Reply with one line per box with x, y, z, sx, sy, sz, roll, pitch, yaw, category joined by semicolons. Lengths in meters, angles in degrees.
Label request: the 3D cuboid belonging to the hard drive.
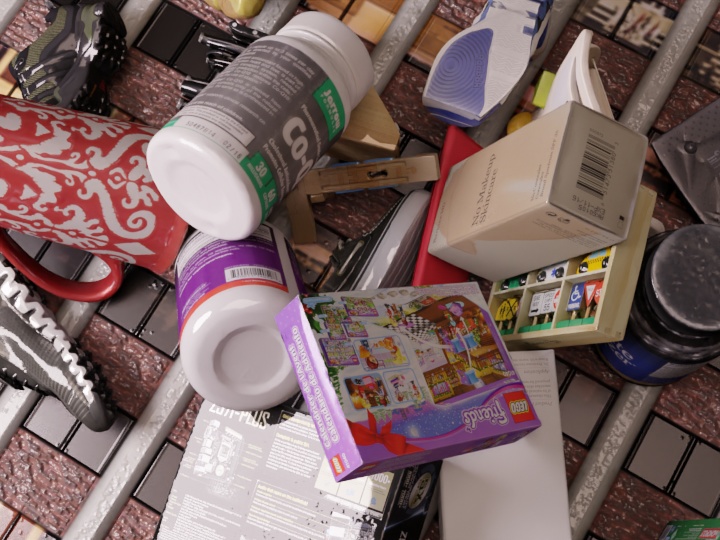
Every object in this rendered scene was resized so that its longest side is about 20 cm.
0.379;-0.069;1.023;0.135;0.042;0.200;-33;76;-7;hard drive

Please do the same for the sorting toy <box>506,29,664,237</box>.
0.205;-0.124;0.972;0.106;0.180;0.201;-15;74;-3;sorting toy

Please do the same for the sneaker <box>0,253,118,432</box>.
-0.302;0.083;0.993;0.090;0.066;0.200;-40;73;-6;sneaker

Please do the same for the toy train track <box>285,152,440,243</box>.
-0.019;-0.089;1.024;0.199;0.033;0.115;-5;105;22;toy train track

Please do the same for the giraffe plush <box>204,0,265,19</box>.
-0.065;-0.348;1.068;0.162;0.200;0.173;-8;61;-34;giraffe plush

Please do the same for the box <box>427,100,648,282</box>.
0.142;-0.059;0.907;0.077;0.200;0.095;22;71;-18;box

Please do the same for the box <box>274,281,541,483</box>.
0.041;0.081;0.852;0.199;0.039;0.137;-3;61;-41;box

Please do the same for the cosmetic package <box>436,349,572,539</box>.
0.121;0.175;0.946;0.112;0.081;0.201;-1;76;2;cosmetic package

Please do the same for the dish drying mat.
0.082;-0.029;1.011;0.018;0.077;0.201;0;70;41;dish drying mat

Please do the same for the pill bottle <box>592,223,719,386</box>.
0.266;0.030;0.918;0.111;0.200;0.112;0;75;2;pill bottle

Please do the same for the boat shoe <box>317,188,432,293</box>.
0.000;0.000;1.000;0.071;0.072;0.200;24;68;23;boat shoe

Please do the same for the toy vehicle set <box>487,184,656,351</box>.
0.172;0.003;0.931;0.026;0.200;0.125;20;76;-18;toy vehicle set

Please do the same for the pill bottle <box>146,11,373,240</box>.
-0.080;-0.129;0.927;0.113;0.113;0.200;32;58;10;pill bottle

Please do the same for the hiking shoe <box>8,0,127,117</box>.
-0.300;-0.172;1.066;0.100;0.076;0.201;9;73;22;hiking shoe

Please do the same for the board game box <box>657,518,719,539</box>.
0.319;0.246;0.857;0.134;0.200;0.029;34;80;10;board game box

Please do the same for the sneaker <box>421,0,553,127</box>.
0.139;-0.215;1.034;0.080;0.115;0.200;27;80;15;sneaker

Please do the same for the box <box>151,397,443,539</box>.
-0.055;0.201;0.905;0.199;0.086;0.164;13;79;26;box

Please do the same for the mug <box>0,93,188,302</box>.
-0.263;-0.062;0.958;0.199;0.133;0.178;14;90;-25;mug

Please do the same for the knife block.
-0.077;-0.155;1.049;0.175;0.064;0.201;-28;76;-5;knife block

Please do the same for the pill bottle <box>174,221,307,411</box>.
-0.103;0.025;0.933;0.112;0.200;0.113;-5;117;-9;pill bottle
